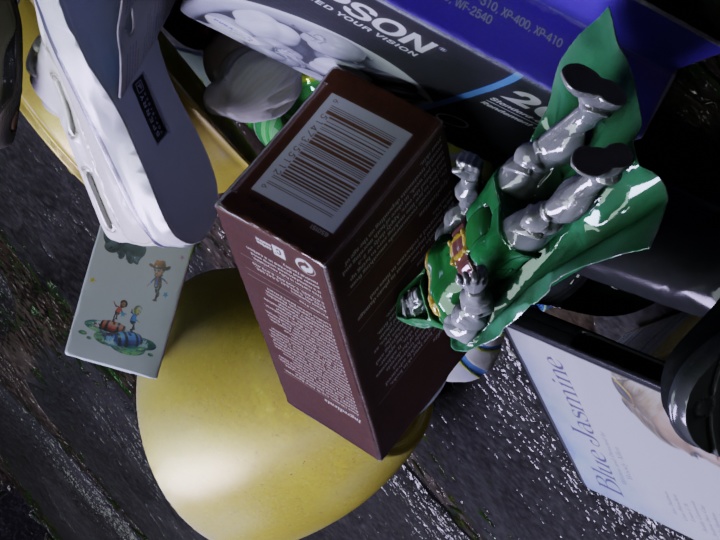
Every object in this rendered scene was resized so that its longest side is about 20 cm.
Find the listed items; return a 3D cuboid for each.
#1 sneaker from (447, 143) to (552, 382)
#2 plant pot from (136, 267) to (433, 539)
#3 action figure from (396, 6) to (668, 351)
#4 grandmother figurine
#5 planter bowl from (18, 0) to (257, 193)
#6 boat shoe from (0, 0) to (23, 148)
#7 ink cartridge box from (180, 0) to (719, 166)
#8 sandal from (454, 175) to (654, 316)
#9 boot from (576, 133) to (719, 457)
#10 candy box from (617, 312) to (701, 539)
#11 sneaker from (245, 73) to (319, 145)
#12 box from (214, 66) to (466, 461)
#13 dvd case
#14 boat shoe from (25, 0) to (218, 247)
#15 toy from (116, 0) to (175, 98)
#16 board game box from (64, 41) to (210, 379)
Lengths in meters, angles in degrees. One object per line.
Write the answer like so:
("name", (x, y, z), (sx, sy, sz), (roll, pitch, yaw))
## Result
("sneaker", (0.075, 0.014, 1.285), (0.105, 0.076, 0.201), (36, 155, 33))
("plant pot", (-0.033, 0.086, 1.526), (0.141, 0.200, 0.201), (-13, 117, 42))
("action figure", (0.067, -0.019, 1.022), (0.200, 0.054, 0.119), (130, 144, -54))
("grandmother figurine", (-0.105, -0.159, 1.175), (0.200, 0.061, 0.121), (49, -174, 1))
("planter bowl", (-0.144, -0.102, 1.251), (0.201, 0.083, 0.200), (51, -177, -4))
("boat shoe", (-0.217, -0.152, 1.172), (0.076, 0.073, 0.201), (106, 161, -48))
("ink cartridge box", (0.039, -0.114, 1.045), (0.197, 0.044, 0.200), (25, 165, -21))
("sandal", (0.081, -0.012, 1.177), (0.199, 0.048, 0.076), (6, 114, 35))
("boot", (0.138, 0.003, 1.012), (0.200, 0.164, 0.066), (31, 130, 44))
("candy box", (0.198, 0.076, 1.155), (0.116, 0.055, 0.200), (50, 159, -3))
("sneaker", (-0.019, -0.100, 1.301), (0.084, 0.074, 0.200), (53, 170, 0))
("box", (0.000, 0.000, 1.130), (0.075, 0.100, 0.200), (29, 156, 26))
("dvd case", (0.166, 0.095, 1.142), (0.199, 0.018, 0.143), (24, 152, 46))
("boat shoe", (-0.138, -0.101, 1.127), (0.069, 0.071, 0.201), (-4, 121, 33))
("toy", (-0.088, -0.197, 1.084), (0.047, 0.201, 0.115), (25, 155, 6))
("board game box", (-0.133, -0.038, 1.422), (0.064, 0.201, 0.148), (14, 180, -6))
